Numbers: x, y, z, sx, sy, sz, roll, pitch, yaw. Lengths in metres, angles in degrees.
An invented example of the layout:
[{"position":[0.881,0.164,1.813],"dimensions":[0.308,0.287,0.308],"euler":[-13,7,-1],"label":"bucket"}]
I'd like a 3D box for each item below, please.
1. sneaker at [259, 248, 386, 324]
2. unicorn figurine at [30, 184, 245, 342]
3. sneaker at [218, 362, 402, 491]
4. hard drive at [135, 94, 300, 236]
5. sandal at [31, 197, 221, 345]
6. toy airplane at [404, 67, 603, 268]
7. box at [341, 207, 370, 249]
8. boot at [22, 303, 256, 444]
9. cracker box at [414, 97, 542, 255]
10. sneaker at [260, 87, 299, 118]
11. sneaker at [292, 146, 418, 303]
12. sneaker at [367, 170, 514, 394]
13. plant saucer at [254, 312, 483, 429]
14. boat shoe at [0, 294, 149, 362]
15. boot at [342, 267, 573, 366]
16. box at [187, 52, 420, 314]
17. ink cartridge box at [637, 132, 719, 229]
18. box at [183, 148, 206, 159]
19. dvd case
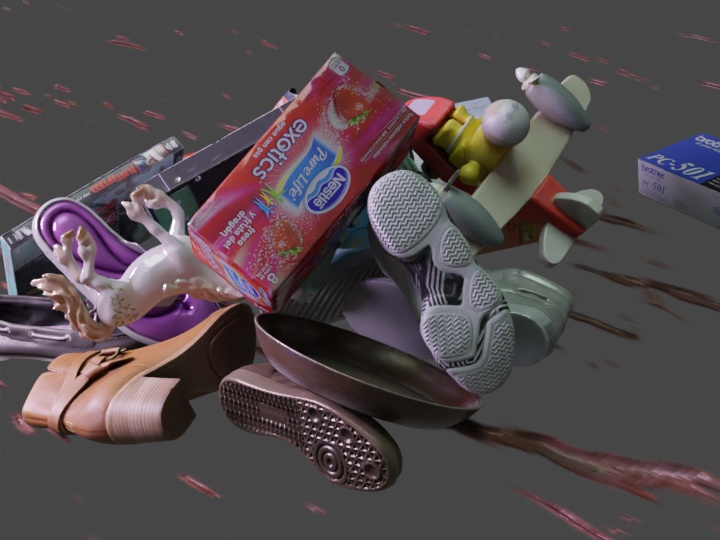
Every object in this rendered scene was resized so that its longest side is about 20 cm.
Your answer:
[{"position":[0.000,0.000,1.448],"dimensions":[0.200,0.074,0.082],"euler":[-9,32,-3],"label":"sneaker"},{"position":[-0.180,-0.004,1.364],"dimensions":[0.200,0.137,0.074],"euler":[-31,10,10],"label":"unicorn figurine"},{"position":[-0.028,0.115,1.251],"dimensions":[0.200,0.071,0.076],"euler":[22,34,39],"label":"sneaker"},{"position":[-0.106,-0.074,1.498],"dimensions":[0.200,0.140,0.038],"euler":[-31,44,-9],"label":"hard drive"},{"position":[-0.217,0.006,1.410],"dimensions":[0.082,0.203,0.050],"euler":[-59,8,-20],"label":"sandal"},{"position":[0.141,-0.099,1.428],"dimensions":[0.199,0.141,0.200],"euler":[-8,56,-7],"label":"toy airplane"},{"position":[-0.059,-0.034,1.474],"dimensions":[0.200,0.082,0.049],"euler":[-12,69,-23],"label":"box"},{"position":[-0.193,0.084,1.353],"dimensions":[0.155,0.074,0.200],"euler":[0,23,28],"label":"boot"},{"position":[0.098,-0.095,1.578],"dimensions":[0.134,0.058,0.200],"euler":[-12,40,-6],"label":"cracker box"},{"position":[-0.089,-0.139,1.562],"dimensions":[0.200,0.085,0.075],"euler":[-17,31,-15],"label":"sneaker"},{"position":[-0.012,-0.068,1.379],"dimensions":[0.118,0.074,0.201],"euler":[-11,53,33],"label":"sneaker"},{"position":[0.067,0.009,1.296],"dimensions":[0.075,0.200,0.115],"euler":[-28,2,-2],"label":"sneaker"},{"position":[0.003,0.086,1.250],"dimensions":[0.200,0.032,0.200],"euler":[19,7,-3],"label":"plant saucer"},{"position":[-0.291,0.051,1.449],"dimensions":[0.200,0.057,0.067],"euler":[-2,29,12],"label":"boat shoe"},{"position":[0.091,0.035,1.379],"dimensions":[0.200,0.074,0.096],"euler":[12,26,21],"label":"boot"},{"position":[-0.048,-0.071,1.293],"dimensions":[0.095,0.100,0.200],"euler":[38,77,6],"label":"box"},{"position":[0.378,-0.079,1.518],"dimensions":[0.094,0.044,0.200],"euler":[-22,31,-27],"label":"ink cartridge box"},{"position":[-0.092,-0.104,1.629],"dimensions":[0.200,0.040,0.137],"euler":[-15,29,-12],"label":"box"},{"position":[-0.262,-0.043,1.509],"dimensions":[0.200,0.146,0.022],"euler":[-35,72,-24],"label":"dvd case"}]
